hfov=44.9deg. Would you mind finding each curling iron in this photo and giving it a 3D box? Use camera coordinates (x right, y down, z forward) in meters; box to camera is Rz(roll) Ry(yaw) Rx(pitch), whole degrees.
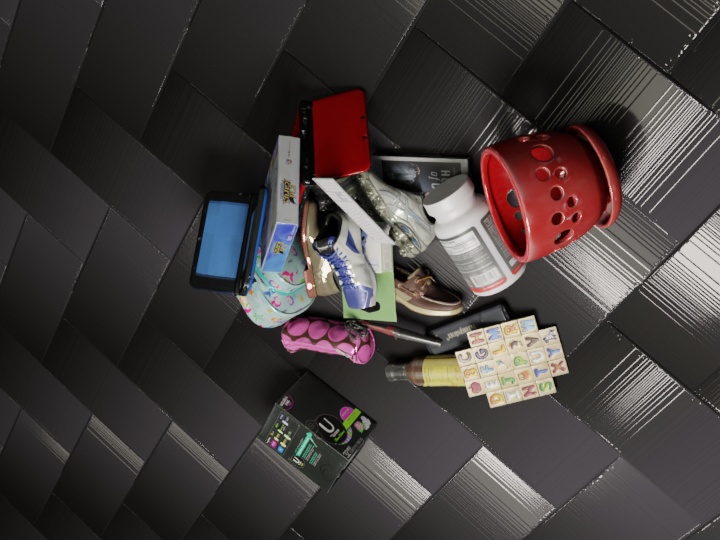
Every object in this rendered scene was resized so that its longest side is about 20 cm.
[{"bbox_3d":[0.065,0.131,1.741,0.198,0.050,0.026,9,153,6],"label":"curling iron"}]

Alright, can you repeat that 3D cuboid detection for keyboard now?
[{"bbox_3d":[-0.010,-0.106,1.575,0.056,0.011,0.200,16,159,49],"label":"keyboard"}]

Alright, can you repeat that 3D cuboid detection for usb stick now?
[{"bbox_3d":[0.211,0.116,1.710,0.199,0.033,0.056,-24,100,34],"label":"usb stick"}]

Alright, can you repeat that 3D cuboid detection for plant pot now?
[{"bbox_3d":[0.312,-0.136,1.424,0.181,0.200,0.202,-21,104,-5],"label":"plant pot"}]

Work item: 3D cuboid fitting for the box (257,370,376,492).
[{"bbox_3d":[-0.095,0.351,1.910,0.199,0.148,0.125,36,125,10],"label":"box"}]

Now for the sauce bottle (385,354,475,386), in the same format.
[{"bbox_3d":[0.147,0.203,1.767,0.198,0.065,0.065,-4,110,31],"label":"sauce bottle"}]

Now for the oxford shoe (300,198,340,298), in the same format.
[{"bbox_3d":[-0.078,-0.046,1.704,0.074,0.071,0.202,-4,112,1],"label":"oxford shoe"}]

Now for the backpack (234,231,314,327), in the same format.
[{"bbox_3d":[-0.180,0.008,1.785,0.150,0.177,0.202,-25,91,36],"label":"backpack"}]

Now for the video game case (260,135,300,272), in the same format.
[{"bbox_3d":[-0.150,-0.120,1.629,0.045,0.183,0.200,4,154,-13],"label":"video game case"}]

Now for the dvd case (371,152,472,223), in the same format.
[{"bbox_3d":[0.117,-0.145,1.650,0.198,0.025,0.152,6,115,27],"label":"dvd case"}]

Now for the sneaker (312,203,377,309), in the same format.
[{"bbox_3d":[-0.038,-0.024,1.641,0.080,0.115,0.202,-5,92,42],"label":"sneaker"}]

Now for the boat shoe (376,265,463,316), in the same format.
[{"bbox_3d":[0.110,0.030,1.706,0.199,0.072,0.073,21,121,27],"label":"boat shoe"}]

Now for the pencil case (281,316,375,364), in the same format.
[{"bbox_3d":[-0.073,0.146,1.839,0.198,0.094,0.091,4,132,29],"label":"pencil case"}]

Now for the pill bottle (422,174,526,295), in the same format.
[{"bbox_3d":[0.204,-0.065,1.564,0.115,0.116,0.201,-23,111,34],"label":"pill bottle"}]

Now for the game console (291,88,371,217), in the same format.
[{"bbox_3d":[-0.061,-0.219,1.638,0.117,0.202,0.173,5,146,-13],"label":"game console"}]

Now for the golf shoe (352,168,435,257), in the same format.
[{"bbox_3d":[0.067,-0.125,1.626,0.201,0.097,0.078,53,161,-9],"label":"golf shoe"}]

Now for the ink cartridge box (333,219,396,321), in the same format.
[{"bbox_3d":[0.000,0.000,1.719,0.145,0.048,0.202,2,96,41],"label":"ink cartridge box"}]

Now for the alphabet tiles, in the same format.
[{"bbox_3d":[0.290,0.176,1.669,0.198,0.006,0.168,-16,107,13],"label":"alphabet tiles"}]

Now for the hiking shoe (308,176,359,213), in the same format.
[{"bbox_3d":[-0.073,-0.169,1.723,0.198,0.076,0.102,-12,90,29],"label":"hiking shoe"}]

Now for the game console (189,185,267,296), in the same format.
[{"bbox_3d":[-0.253,-0.060,1.653,0.117,0.171,0.202,10,83,-10],"label":"game console"}]
